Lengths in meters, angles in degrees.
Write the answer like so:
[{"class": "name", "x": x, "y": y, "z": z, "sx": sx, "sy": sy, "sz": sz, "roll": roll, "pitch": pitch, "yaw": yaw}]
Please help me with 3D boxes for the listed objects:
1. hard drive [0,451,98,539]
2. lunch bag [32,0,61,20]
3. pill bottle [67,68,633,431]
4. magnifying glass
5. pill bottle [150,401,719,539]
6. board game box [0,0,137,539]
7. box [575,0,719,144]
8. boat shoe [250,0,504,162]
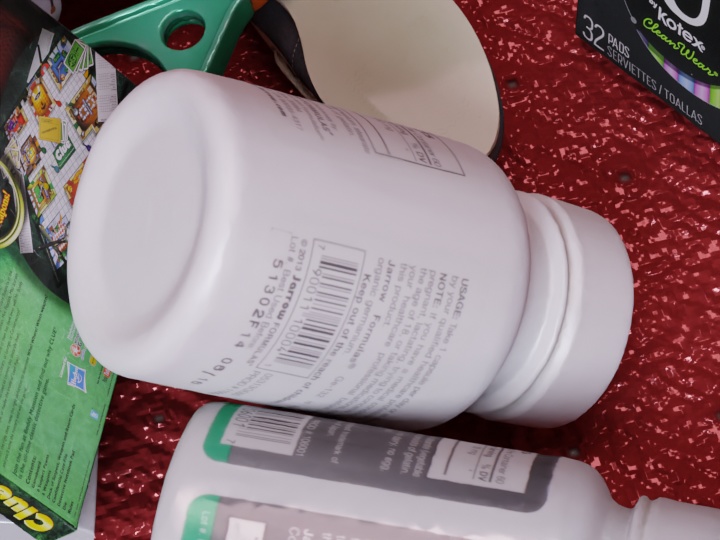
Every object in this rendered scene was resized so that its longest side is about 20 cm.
[{"class": "hard drive", "x": -0.167, "y": 0.033, "z": 1.144, "sx": 0.131, "sy": 0.027, "sz": 0.200, "roll": 4, "pitch": 41, "yaw": -7}, {"class": "lunch bag", "x": -0.235, "y": -0.117, "z": 1.190, "sx": 0.199, "sy": 0.160, "sz": 0.076, "roll": -8, "pitch": 50, "yaw": 25}, {"class": "pill bottle", "x": 0.000, "y": 0.000, "z": 1.102, "sx": 0.199, "sy": 0.114, "sz": 0.115, "roll": 13, "pitch": 46, "yaw": -34}, {"class": "magnifying glass", "x": -0.067, "y": -0.103, "z": 1.218, "sx": 0.200, "sy": 0.022, "sz": 0.080, "roll": -43, "pitch": 61, "yaw": -12}, {"class": "pill bottle", "x": 0.028, "y": 0.117, "z": 1.062, "sx": 0.199, "sy": 0.113, "sz": 0.113, "roll": 9, "pitch": 55, "yaw": 9}, {"class": "board game box", "x": -0.126, "y": -0.007, "z": 1.091, "sx": 0.023, "sy": 0.105, "sz": 0.200, "roll": -24, "pitch": 38, "yaw": 35}, {"class": "box", "x": 0.203, "y": -0.121, "z": 1.204, "sx": 0.124, "sy": 0.149, "sz": 0.200, "roll": -36, "pitch": 60, "yaw": -24}, {"class": "boat shoe", "x": -0.005, "y": -0.101, "z": 1.251, "sx": 0.071, "sy": 0.063, "sz": 0.200, "roll": -38, "pitch": 61, "yaw": -10}]
